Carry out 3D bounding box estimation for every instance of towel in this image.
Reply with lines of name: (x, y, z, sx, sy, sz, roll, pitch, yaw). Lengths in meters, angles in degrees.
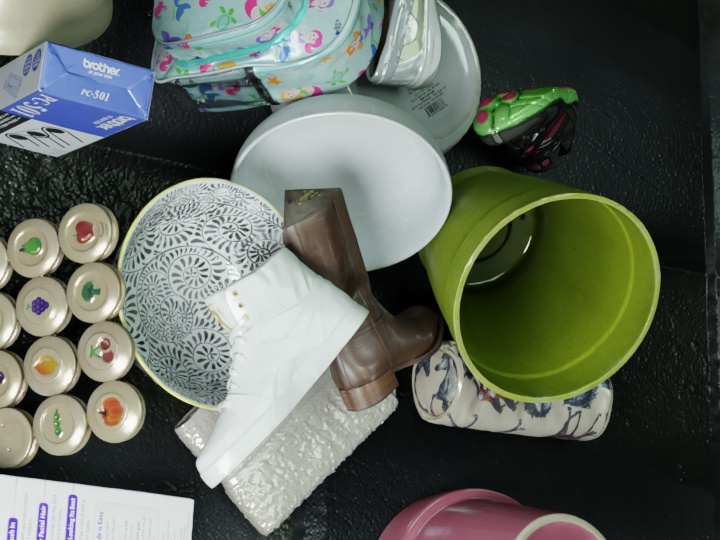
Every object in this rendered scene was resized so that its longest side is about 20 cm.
towel: (-0.061, 0.129, 1.645, 0.133, 0.034, 0.200, 51, 58, -9)

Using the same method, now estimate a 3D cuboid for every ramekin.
ramekin: (0.022, -0.183, 1.737, 0.200, 0.105, 0.200, 9, 72, -30)

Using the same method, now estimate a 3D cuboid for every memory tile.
memory tile: (-0.256, 0.054, 1.490, 0.017, 0.153, 0.200, 15, 63, -68)

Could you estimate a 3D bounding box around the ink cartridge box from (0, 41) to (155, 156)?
ink cartridge box: (-0.253, -0.138, 1.497, 0.094, 0.200, 0.044, 14, 78, -29)

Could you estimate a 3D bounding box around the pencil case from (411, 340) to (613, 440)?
pencil case: (0.146, 0.112, 1.749, 0.200, 0.078, 0.089, 8, 93, -30)

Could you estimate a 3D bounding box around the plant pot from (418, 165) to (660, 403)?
plant pot: (0.145, -0.007, 1.693, 0.200, 0.193, 0.200, -7, 113, -17)

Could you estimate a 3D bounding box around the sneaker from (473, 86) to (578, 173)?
sneaker: (0.173, -0.138, 1.803, 0.200, 0.077, 0.084, -13, 97, -61)

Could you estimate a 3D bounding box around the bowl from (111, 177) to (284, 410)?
bowl: (-0.147, 0.026, 1.578, 0.201, 0.094, 0.201, 7, 78, -37)

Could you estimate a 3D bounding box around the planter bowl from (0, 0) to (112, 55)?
planter bowl: (-0.297, -0.281, 1.490, 0.200, 0.135, 0.200, 9, 31, -5)

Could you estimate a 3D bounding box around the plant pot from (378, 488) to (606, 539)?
plant pot: (0.131, 0.291, 1.634, 0.200, 0.179, 0.200, 8, 74, -29)

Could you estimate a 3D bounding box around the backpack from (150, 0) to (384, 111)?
backpack: (-0.084, -0.240, 1.608, 0.200, 0.151, 0.178, -2, 70, 14)

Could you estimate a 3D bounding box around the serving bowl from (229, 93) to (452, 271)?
serving bowl: (-0.017, -0.088, 1.649, 0.200, 0.200, 0.066, 26, 41, -24)

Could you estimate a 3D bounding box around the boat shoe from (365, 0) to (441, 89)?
boat shoe: (0.028, -0.265, 1.658, 0.065, 0.074, 0.202, 0, 84, -36)

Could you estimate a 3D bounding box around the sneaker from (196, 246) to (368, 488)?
sneaker: (-0.097, 0.074, 1.512, 0.116, 0.074, 0.200, 40, 71, -5)

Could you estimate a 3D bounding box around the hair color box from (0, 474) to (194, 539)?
hair color box: (-0.241, 0.232, 1.491, 0.200, 0.065, 0.109, 12, 72, -30)

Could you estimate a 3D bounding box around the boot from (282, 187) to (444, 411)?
boot: (0.000, 0.000, 1.635, 0.200, 0.064, 0.186, 68, 27, -15)
